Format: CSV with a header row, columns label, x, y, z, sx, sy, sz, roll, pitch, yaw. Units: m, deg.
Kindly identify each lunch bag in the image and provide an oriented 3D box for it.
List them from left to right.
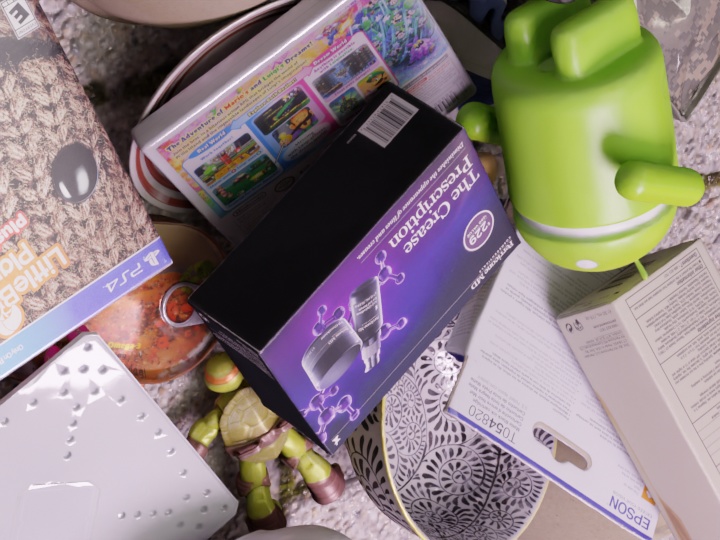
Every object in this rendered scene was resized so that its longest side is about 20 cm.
label,x,y,z,sx,sy,sz,roll,pitch,yaw
lunch bag,0.159,-0.220,1.592,0.118,0.164,0.200,-52,131,-12

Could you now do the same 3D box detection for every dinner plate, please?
label,x,y,z,sx,sy,sz,roll,pitch,yaw
dinner plate,-0.068,-0.114,1.495,0.199,0.024,0.201,-26,152,-15

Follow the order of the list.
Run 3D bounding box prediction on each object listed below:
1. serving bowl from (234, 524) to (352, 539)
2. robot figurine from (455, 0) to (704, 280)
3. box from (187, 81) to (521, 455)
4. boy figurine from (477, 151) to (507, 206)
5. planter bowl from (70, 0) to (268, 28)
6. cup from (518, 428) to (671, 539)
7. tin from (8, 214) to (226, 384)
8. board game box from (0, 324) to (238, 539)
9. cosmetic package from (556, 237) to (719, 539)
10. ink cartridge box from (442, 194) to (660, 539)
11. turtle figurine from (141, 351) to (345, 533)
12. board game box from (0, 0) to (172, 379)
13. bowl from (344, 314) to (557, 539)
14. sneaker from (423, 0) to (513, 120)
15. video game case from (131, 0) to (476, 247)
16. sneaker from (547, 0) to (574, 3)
label,x,y,z,sx,sy,sz,roll,pitch,yaw
serving bowl,-0.090,0.227,1.568,0.199,0.200,0.066,-23,80,-31
robot figurine,0.151,-0.088,1.515,0.115,0.175,0.201,-33,127,-32
box,0.000,0.000,1.503,0.200,0.079,0.141,-48,146,-12
boy figurine,0.075,-0.033,1.662,0.199,0.064,0.125,22,95,-45
planter bowl,-0.094,-0.239,1.401,0.199,0.134,0.202,-14,114,-35
cup,0.190,0.135,1.762,0.199,0.143,0.202,-15,114,-35
tin,-0.174,0.015,1.495,0.199,0.042,0.113,4,107,-39
board game box,-0.206,0.159,1.499,0.200,0.026,0.200,-40,129,-5
cosmetic package,0.235,0.091,1.609,0.105,0.071,0.201,-31,96,-33
ink cartridge box,0.158,0.066,1.635,0.199,0.041,0.201,34,64,-21
turtle figurine,-0.066,0.105,1.596,0.200,0.064,0.162,-42,128,-20
board game box,-0.236,-0.051,1.353,0.159,0.097,0.201,-36,112,-24
bowl,0.048,0.108,1.651,0.200,0.094,0.202,5,84,-48
sneaker,0.086,-0.119,1.627,0.115,0.081,0.199,-48,114,-5
video game case,-0.032,-0.105,1.492,0.200,0.024,0.182,-36,149,3
sneaker,0.066,-0.213,1.506,0.074,0.200,0.080,-11,122,-49
